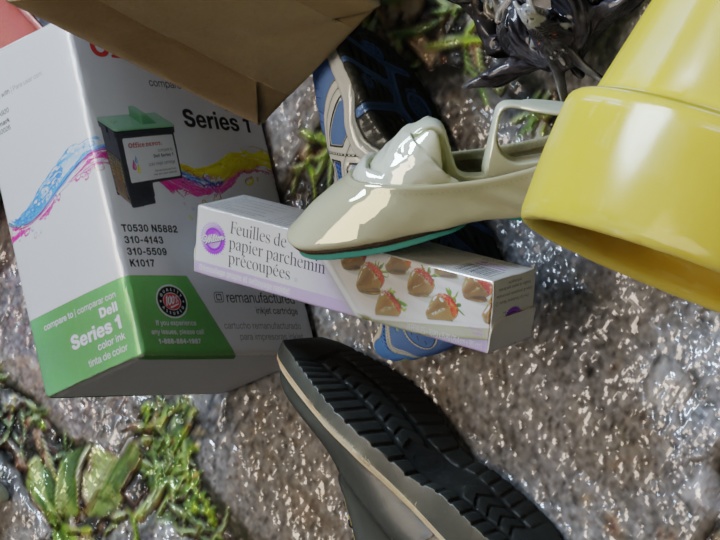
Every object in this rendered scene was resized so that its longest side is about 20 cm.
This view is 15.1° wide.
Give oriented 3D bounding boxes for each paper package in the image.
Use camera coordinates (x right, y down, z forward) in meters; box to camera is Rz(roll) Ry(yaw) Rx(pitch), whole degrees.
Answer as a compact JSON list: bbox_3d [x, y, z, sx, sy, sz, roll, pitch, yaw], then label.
[{"bbox_3d":[-0.103,-0.205,1.450,0.103,0.190,0.200,-42,43,29],"label":"paper package"}]

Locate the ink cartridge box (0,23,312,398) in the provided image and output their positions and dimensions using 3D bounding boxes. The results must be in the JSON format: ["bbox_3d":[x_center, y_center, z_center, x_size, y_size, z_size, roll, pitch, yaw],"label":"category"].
[{"bbox_3d":[-0.121,-0.035,1.530,0.084,0.145,0.200,-24,74,38],"label":"ink cartridge box"}]

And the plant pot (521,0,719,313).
[{"bbox_3d":[0.196,-0.075,1.233,0.201,0.201,0.189,18,86,40],"label":"plant pot"}]

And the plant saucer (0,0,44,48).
[{"bbox_3d":[-0.276,-0.119,1.740,0.200,0.037,0.200,46,118,31],"label":"plant saucer"}]

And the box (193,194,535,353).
[{"bbox_3d":[0.000,0.000,1.412,0.200,0.041,0.039,15,108,36],"label":"box"}]

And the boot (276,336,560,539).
[{"bbox_3d":[0.003,0.143,1.472,0.200,0.077,0.138,46,123,33],"label":"boot"}]

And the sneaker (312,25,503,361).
[{"bbox_3d":[0.008,-0.044,1.462,0.077,0.076,0.200,-33,67,32],"label":"sneaker"}]

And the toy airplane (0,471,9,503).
[{"bbox_3d":[-0.297,0.200,1.689,0.200,0.141,0.199,-23,86,5],"label":"toy airplane"}]

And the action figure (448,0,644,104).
[{"bbox_3d":[0.071,-0.171,1.394,0.119,0.102,0.200,-32,68,24],"label":"action figure"}]

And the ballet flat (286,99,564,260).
[{"bbox_3d":[0.058,-0.052,1.372,0.200,0.069,0.070,-8,83,1],"label":"ballet flat"}]
